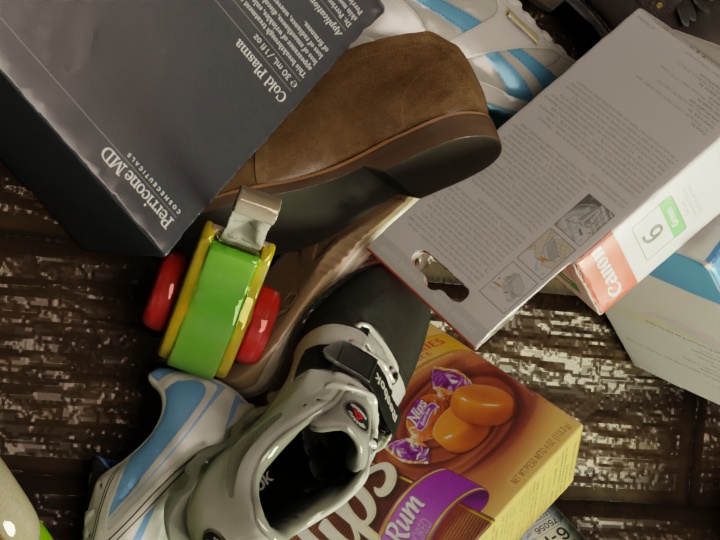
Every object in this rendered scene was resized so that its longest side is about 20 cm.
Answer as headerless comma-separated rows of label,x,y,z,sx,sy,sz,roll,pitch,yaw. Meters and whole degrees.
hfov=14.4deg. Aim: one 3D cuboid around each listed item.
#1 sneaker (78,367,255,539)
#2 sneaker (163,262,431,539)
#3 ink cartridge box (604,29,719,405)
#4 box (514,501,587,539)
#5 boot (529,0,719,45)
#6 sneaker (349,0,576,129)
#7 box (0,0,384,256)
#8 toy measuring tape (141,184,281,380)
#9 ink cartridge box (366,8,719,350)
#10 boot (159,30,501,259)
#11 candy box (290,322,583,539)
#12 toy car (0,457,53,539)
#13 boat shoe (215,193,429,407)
sneaker,-0.124,0.145,1.492,0.072,0.072,0.201,27,86,15
sneaker,-0.010,0.075,1.455,0.074,0.088,0.200,48,60,-21
ink cartridge box,0.210,-0.013,1.603,0.129,0.125,0.200,-51,140,-17
box,0.025,0.180,1.535,0.199,0.040,0.137,-31,61,-25
boot,0.181,-0.194,1.577,0.199,0.174,0.070,22,48,-26
sneaker,0.071,-0.124,1.578,0.199,0.076,0.081,17,82,-30
box,-0.125,-0.141,1.452,0.182,0.104,0.200,-49,112,-20
toy measuring tape,-0.071,0.013,1.438,0.073,0.200,0.074,2,78,-9
ink cartridge box,0.113,-0.038,1.499,0.200,0.109,0.050,-41,137,-7
boot,-0.027,-0.062,1.504,0.199,0.074,0.076,-21,68,10
candy box,0.013,0.128,1.514,0.200,0.116,0.057,-43,155,-31
toy car,-0.258,0.142,1.372,0.200,0.158,0.165,-36,106,-11
boat shoe,0.000,0.000,1.549,0.200,0.072,0.065,-52,124,-19
